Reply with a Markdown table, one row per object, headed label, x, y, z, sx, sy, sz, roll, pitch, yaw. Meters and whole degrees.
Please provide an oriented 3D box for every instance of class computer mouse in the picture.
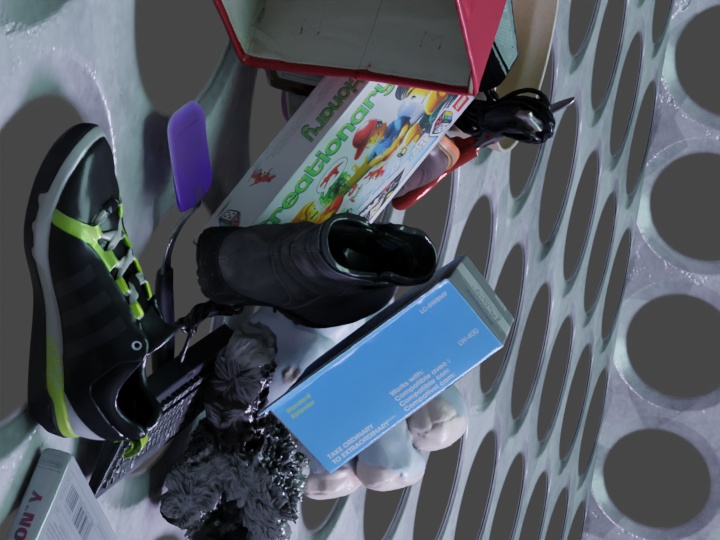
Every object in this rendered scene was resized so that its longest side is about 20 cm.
| label | x | y | z | sx | sy | sz | roll | pitch | yaw |
| --- | --- | --- | --- | --- | --- | --- | --- | --- | --- |
| computer mouse | 0.073 | -0.185 | 1.466 | 0.138 | 0.052 | 0.202 | 17 | -60 | 63 |

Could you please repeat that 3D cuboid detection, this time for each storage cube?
| label | x | y | z | sx | sy | sz | roll | pitch | yaw |
| --- | --- | --- | --- | --- | --- | --- | --- | --- | --- |
| storage cube | 0.007 | -0.241 | 1.290 | 0.200 | 0.170 | 0.181 | 69 | 35 | -57 |

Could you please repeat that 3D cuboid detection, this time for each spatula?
| label | x | y | z | sx | sy | sz | roll | pitch | yaw |
| --- | --- | --- | --- | --- | --- | --- | --- | --- | --- |
| spatula | -0.118 | -0.012 | 1.321 | 0.057 | 0.020 | 0.201 | -51 | 156 | -59 |

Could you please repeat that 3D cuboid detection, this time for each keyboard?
| label | x | y | z | sx | sy | sz | roll | pitch | yaw |
| --- | --- | --- | --- | --- | --- | --- | --- | --- | --- |
| keyboard | -0.118 | 0.072 | 1.347 | 0.128 | 0.020 | 0.200 | -68 | 171 | 17 |

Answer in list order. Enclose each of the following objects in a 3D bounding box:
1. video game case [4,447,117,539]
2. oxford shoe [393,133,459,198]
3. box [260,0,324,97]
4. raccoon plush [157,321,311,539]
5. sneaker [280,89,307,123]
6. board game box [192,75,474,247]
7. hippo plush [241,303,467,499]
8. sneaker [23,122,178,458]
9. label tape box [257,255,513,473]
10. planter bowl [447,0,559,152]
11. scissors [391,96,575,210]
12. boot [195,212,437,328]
| label | x | y | z | sx | sy | sz | roll | pitch | yaw |
| --- | --- | --- | --- | --- | --- | --- | --- | --- | --- |
| video game case | -0.194 | 0.231 | 1.253 | 0.200 | 0.023 | 0.183 | 79 | 28 | -59 |
| oxford shoe | 0.018 | -0.076 | 1.569 | 0.073 | 0.071 | 0.200 | -51 | -173 | -15 |
| box | -0.010 | -0.230 | 1.455 | 0.100 | 0.074 | 0.201 | 74 | 33 | -60 |
| raccoon plush | -0.064 | 0.111 | 1.446 | 0.201 | 0.096 | 0.134 | -65 | 177 | 26 |
| sneaker | 0.014 | -0.174 | 1.534 | 0.075 | 0.099 | 0.201 | 74 | 31 | -52 |
| board game box | -0.016 | -0.072 | 1.424 | 0.200 | 0.035 | 0.126 | -51 | 151 | 5 |
| hippo plush | -0.006 | 0.064 | 1.543 | 0.201 | 0.159 | 0.161 | -55 | 148 | -11 |
| sneaker | -0.137 | 0.012 | 1.161 | 0.072 | 0.082 | 0.201 | -55 | 153 | -56 |
| label tape box | 0.021 | 0.063 | 1.344 | 0.144 | 0.063 | 0.200 | -37 | -179 | 9 |
| planter bowl | 0.074 | -0.207 | 1.662 | 0.200 | 0.134 | 0.202 | 13 | 90 | -75 |
| scissors | 0.095 | -0.103 | 1.585 | 0.199 | 0.014 | 0.073 | -32 | -164 | 36 |
| boot | 0.000 | 0.000 | 1.351 | 0.199 | 0.131 | 0.070 | -2 | 86 | -53 |
